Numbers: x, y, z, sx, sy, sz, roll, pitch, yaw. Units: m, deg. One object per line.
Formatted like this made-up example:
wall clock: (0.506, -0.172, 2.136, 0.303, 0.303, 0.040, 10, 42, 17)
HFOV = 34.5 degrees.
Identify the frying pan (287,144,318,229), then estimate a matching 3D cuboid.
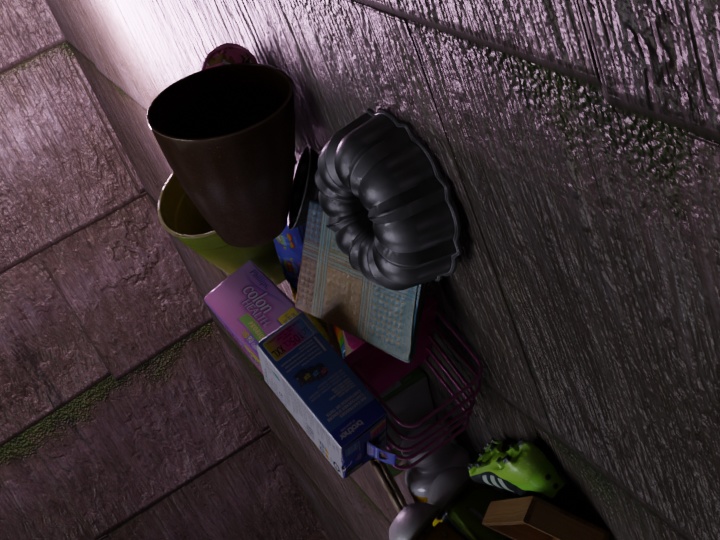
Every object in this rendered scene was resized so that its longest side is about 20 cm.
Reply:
frying pan: (-0.084, -0.112, 1.576, 0.190, 0.031, 0.115, -162, 83, -78)

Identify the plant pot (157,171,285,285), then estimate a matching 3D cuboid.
plant pot: (-0.182, -0.075, 1.823, 0.200, 0.200, 0.193, 45, 174, 45)

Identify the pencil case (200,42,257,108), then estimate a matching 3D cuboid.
pencil case: (-0.181, -0.239, 1.642, 0.083, 0.087, 0.200, 25, 162, 4)

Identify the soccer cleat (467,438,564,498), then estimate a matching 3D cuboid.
soccer cleat: (0.188, 0.251, 1.425, 0.081, 0.068, 0.200, 46, 166, -1)

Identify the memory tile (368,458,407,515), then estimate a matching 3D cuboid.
memory tile: (0.031, 0.285, 1.645, 0.200, 0.017, 0.153, 63, 178, -25)

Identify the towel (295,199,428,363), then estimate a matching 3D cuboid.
towel: (0.002, 0.009, 1.389, 0.200, 0.022, 0.147, 23, 110, 40)

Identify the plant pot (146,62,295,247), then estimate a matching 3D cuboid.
plant pot: (-0.161, -0.135, 1.508, 0.187, 0.186, 0.201, 44, 152, 47)

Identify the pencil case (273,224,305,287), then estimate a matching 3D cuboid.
pencil case: (-0.093, -0.054, 1.729, 0.087, 0.078, 0.200, 41, 158, 37)

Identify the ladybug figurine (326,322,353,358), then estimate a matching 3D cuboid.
ladybug figurine: (0.001, 0.095, 1.658, 0.200, 0.072, 0.136, -108, 18, -44)

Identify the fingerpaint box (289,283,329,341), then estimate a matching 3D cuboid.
fingerpaint box: (-0.031, 0.109, 1.870, 0.167, 0.073, 0.200, 51, 164, 28)

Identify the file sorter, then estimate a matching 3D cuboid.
file sorter: (0.070, 0.153, 1.476, 0.126, 0.139, 0.200, 50, 165, 19)

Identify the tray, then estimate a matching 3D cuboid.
tray: (0.219, 0.310, 1.401, 0.098, 0.037, 0.200, 26, 166, -1)

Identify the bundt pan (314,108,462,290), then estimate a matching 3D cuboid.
bundt pan: (0.019, -0.066, 1.236, 0.202, 0.076, 0.202, 46, 151, 35)

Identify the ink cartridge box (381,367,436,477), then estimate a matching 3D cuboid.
ink cartridge box: (0.055, 0.221, 1.744, 0.059, 0.104, 0.200, 48, 164, 37)

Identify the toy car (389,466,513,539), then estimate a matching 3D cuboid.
toy car: (0.137, 0.383, 1.574, 0.175, 0.200, 0.150, 36, 136, 20)

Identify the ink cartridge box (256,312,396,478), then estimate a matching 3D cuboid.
ink cartridge box: (-0.035, 0.166, 1.410, 0.200, 0.076, 0.137, 51, 165, 19)

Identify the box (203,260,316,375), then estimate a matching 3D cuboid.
box: (-0.120, 0.114, 1.767, 0.176, 0.097, 0.200, 42, 167, 42)

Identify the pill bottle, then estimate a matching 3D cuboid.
pill bottle: (0.131, 0.327, 1.701, 0.200, 0.104, 0.104, 63, 166, -21)

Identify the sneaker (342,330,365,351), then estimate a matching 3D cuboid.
sneaker: (-0.002, 0.004, 1.472, 0.080, 0.076, 0.201, -172, 78, -73)
